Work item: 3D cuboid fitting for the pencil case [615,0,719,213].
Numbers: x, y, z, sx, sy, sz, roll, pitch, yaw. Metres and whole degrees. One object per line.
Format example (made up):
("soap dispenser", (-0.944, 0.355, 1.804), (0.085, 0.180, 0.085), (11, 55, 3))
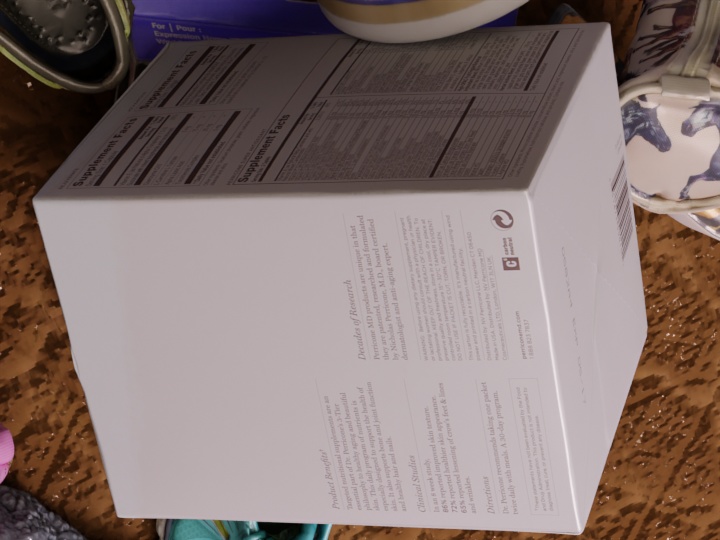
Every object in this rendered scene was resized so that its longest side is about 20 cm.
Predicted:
("pencil case", (0.159, -0.112, 0.964), (0.077, 0.201, 0.090), (5, 134, 18))

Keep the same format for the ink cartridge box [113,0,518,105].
("ink cartridge box", (-0.022, -0.055, 1.007), (0.196, 0.043, 0.202), (2, 112, -22))

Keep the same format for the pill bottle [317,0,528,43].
("pill bottle", (0.009, -0.204, 0.861), (0.119, 0.120, 0.201), (-26, 124, -8))

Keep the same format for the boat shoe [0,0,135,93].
("boat shoe", (-0.161, -0.155, 0.891), (0.072, 0.060, 0.202), (-38, 122, 2))

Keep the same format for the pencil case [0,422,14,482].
("pencil case", (-0.242, 0.135, 0.987), (0.086, 0.083, 0.201), (31, 99, -25))

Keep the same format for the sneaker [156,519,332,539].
("sneaker", (-0.051, 0.120, 1.044), (0.077, 0.080, 0.201), (-3, 137, -18))

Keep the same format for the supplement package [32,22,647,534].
("supplement package", (0.000, 0.000, 0.879), (0.198, 0.151, 0.153), (0, 120, 20))

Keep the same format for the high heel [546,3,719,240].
("high heel", (0.160, -0.082, 1.036), (0.199, 0.071, 0.144), (-25, 123, -29))

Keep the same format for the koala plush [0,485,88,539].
("koala plush", (-0.135, 0.233, 0.997), (0.183, 0.200, 0.178), (26, 103, -22))
